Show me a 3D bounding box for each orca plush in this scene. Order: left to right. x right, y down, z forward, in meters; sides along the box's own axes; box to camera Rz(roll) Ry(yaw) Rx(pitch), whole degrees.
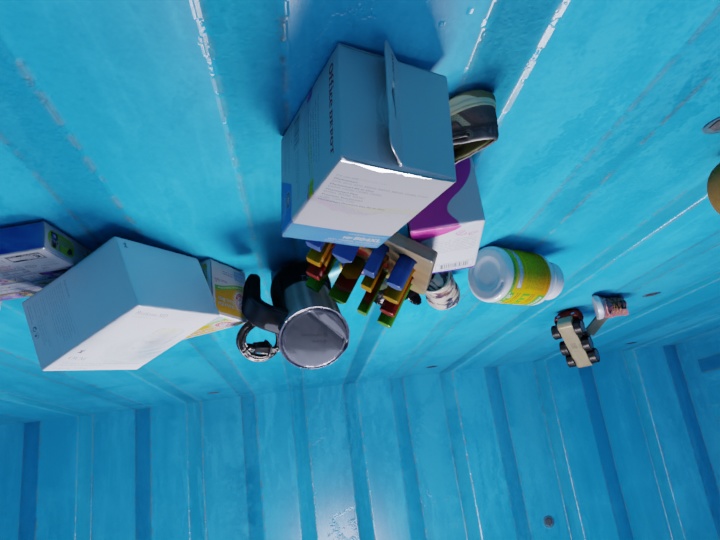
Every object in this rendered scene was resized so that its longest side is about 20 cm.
[{"bbox_3d":[0.090,0.027,1.056,0.105,0.072,0.200,-6,-162,32],"label":"orca plush"}]

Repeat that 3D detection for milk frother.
[{"bbox_3d":[-0.127,0.111,1.018,0.179,0.201,0.188,1,-157,-13],"label":"milk frother"}]

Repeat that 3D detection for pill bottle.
[{"bbox_3d":[0.328,0.015,1.195,0.199,0.112,0.111,6,157,-36],"label":"pill bottle"}]

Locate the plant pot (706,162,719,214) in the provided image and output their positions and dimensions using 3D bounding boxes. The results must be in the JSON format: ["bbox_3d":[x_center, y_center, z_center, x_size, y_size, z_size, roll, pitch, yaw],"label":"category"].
[{"bbox_3d":[0.594,-0.131,0.801,0.185,0.188,0.200,-4,175,-12],"label":"plant pot"}]

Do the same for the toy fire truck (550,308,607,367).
[{"bbox_3d":[0.718,0.187,1.869,0.128,0.177,0.200,-21,-161,35],"label":"toy fire truck"}]

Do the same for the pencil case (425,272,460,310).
[{"bbox_3d":[0.162,0.028,1.225,0.078,0.090,0.200,-39,158,3],"label":"pencil case"}]

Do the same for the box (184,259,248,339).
[{"bbox_3d":[-0.323,0.062,1.082,0.199,0.102,0.112,-15,160,22],"label":"box"}]

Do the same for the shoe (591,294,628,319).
[{"bbox_3d":[0.740,0.104,1.710,0.090,0.072,0.200,-16,166,19],"label":"shoe"}]

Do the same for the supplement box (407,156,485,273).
[{"bbox_3d":[0.120,-0.074,0.859,0.100,0.104,0.200,-8,163,4],"label":"supplement box"}]

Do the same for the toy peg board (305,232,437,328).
[{"bbox_3d":[0.000,0.000,0.873,0.199,0.098,0.199,25,167,9],"label":"toy peg board"}]

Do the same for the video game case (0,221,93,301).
[{"bbox_3d":[-0.522,-0.008,0.879,0.198,0.046,0.181,-9,162,2],"label":"video game case"}]

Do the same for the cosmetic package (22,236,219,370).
[{"bbox_3d":[-0.374,0.063,0.925,0.199,0.123,0.199,-33,162,14],"label":"cosmetic package"}]

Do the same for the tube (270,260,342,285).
[{"bbox_3d":[-0.072,0.006,1.118,0.199,0.051,0.078,-13,161,1],"label":"tube"}]

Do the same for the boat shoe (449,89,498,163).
[{"bbox_3d":[0.082,-0.141,0.697,0.071,0.066,0.200,8,156,-39],"label":"boat shoe"}]

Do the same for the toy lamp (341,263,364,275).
[{"bbox_3d":[0.063,-0.031,1.042,0.199,0.059,0.058,-13,161,8],"label":"toy lamp"}]

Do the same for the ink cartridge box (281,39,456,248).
[{"bbox_3d":[0.005,-0.123,0.604,0.124,0.129,0.200,7,158,-25],"label":"ink cartridge box"}]
